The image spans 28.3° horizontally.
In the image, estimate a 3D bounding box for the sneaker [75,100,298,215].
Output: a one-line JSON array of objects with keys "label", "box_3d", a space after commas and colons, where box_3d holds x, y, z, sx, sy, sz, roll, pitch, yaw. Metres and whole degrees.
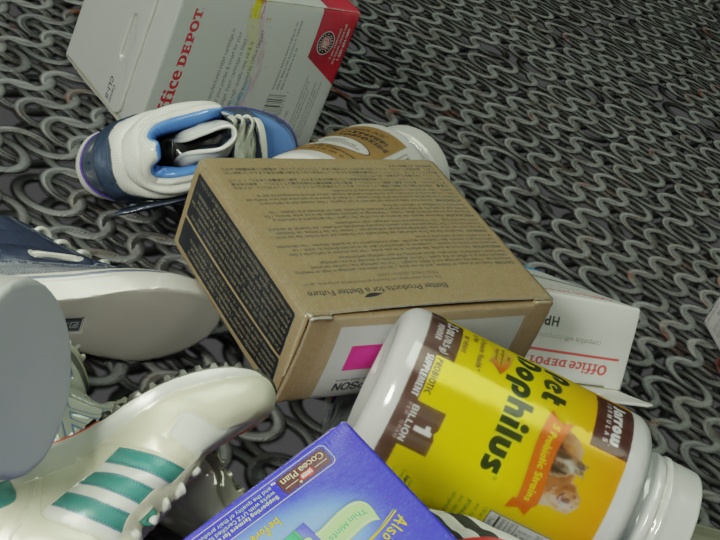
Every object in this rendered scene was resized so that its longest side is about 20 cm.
[{"label": "sneaker", "box_3d": [-0.106, -0.088, 1.090, 0.198, 0.082, 0.146, -7, 3, -33]}]

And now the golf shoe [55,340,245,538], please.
[{"label": "golf shoe", "box_3d": [-0.156, 0.110, 0.801, 0.199, 0.079, 0.097, 31, 49, 15]}]

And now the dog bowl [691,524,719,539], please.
[{"label": "dog bowl", "box_3d": [0.260, 0.231, 0.864, 0.198, 0.074, 0.200, 24, 7, -3]}]

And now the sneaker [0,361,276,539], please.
[{"label": "sneaker", "box_3d": [-0.122, 0.122, 0.725, 0.198, 0.070, 0.094, -23, 73, -18]}]

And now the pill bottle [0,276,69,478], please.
[{"label": "pill bottle", "box_3d": [-0.245, 0.043, 0.670, 0.198, 0.116, 0.114, 4, 21, 18]}]

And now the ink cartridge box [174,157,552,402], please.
[{"label": "ink cartridge box", "box_3d": [0.000, 0.000, 0.949, 0.198, 0.076, 0.165, -2, 40, -35]}]

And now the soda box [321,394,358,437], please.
[{"label": "soda box", "box_3d": [0.076, 0.113, 0.977, 0.198, 0.069, 0.064, 21, 26, -8]}]

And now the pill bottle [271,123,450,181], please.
[{"label": "pill bottle", "box_3d": [-0.004, -0.057, 1.161, 0.114, 0.115, 0.200, 33, 27, 14]}]

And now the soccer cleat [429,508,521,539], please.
[{"label": "soccer cleat", "box_3d": [0.024, 0.161, 0.785, 0.199, 0.069, 0.085, 1, -5, 39]}]

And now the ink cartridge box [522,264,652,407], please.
[{"label": "ink cartridge box", "box_3d": [0.126, 0.039, 1.075, 0.115, 0.069, 0.200, 9, 9, -31]}]

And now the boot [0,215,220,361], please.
[{"label": "boot", "box_3d": [-0.190, 0.004, 0.927, 0.198, 0.073, 0.091, 3, 43, -36]}]

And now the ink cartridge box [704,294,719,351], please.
[{"label": "ink cartridge box", "box_3d": [0.396, 0.041, 1.311, 0.076, 0.137, 0.201, 17, 28, -19]}]

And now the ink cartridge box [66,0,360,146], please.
[{"label": "ink cartridge box", "box_3d": [-0.134, -0.211, 1.287, 0.199, 0.146, 0.145, -1, 37, -43]}]

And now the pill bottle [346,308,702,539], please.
[{"label": "pill bottle", "box_3d": [0.093, 0.111, 0.833, 0.198, 0.110, 0.109, 26, 26, -2]}]

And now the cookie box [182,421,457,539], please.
[{"label": "cookie box", "box_3d": [-0.009, 0.198, 0.650, 0.170, 0.076, 0.200, -34, 55, -18]}]
